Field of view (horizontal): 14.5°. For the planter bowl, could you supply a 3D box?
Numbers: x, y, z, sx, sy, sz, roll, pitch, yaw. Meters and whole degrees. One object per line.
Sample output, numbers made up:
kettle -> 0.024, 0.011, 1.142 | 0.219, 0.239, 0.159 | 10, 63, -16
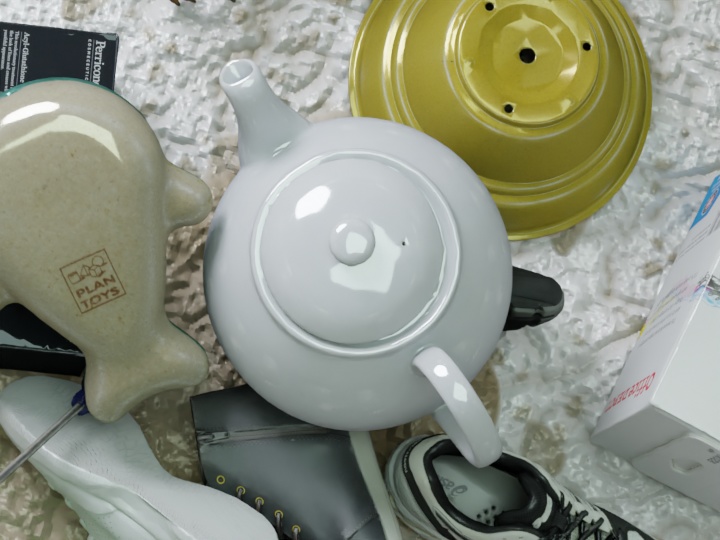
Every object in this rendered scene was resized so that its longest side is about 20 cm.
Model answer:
planter bowl -> 0.097, -0.125, 1.778 | 0.199, 0.083, 0.201 | 2, 78, -10

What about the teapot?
teapot -> 0.000, 0.000, 1.637 | 0.199, 0.146, 0.198 | 11, 81, 1

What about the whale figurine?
whale figurine -> -0.159, -0.016, 1.638 | 0.159, 0.104, 0.201 | -26, 107, 0

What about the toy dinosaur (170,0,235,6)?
toy dinosaur -> -0.101, -0.225, 1.774 | 0.199, 0.060, 0.107 | 17, 74, -31

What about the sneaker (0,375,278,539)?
sneaker -> -0.145, 0.146, 1.691 | 0.200, 0.089, 0.075 | 36, 37, 17

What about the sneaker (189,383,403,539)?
sneaker -> -0.034, 0.156, 1.708 | 0.106, 0.075, 0.201 | -15, 72, -8

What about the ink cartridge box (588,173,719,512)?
ink cartridge box -> 0.258, 0.043, 1.737 | 0.144, 0.147, 0.201 | 29, 75, -3

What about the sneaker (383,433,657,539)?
sneaker -> 0.108, 0.160, 1.719 | 0.199, 0.088, 0.076 | 24, 74, -6

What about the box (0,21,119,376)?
box -> -0.225, -0.046, 1.708 | 0.141, 0.079, 0.201 | 6, 77, -7

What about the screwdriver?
screwdriver -> -0.173, 0.087, 1.654 | 0.028, 0.029, 0.200 | 50, 34, -3

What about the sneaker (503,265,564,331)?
sneaker -> 0.033, -0.014, 1.748 | 0.199, 0.075, 0.080 | 13, 74, -7
